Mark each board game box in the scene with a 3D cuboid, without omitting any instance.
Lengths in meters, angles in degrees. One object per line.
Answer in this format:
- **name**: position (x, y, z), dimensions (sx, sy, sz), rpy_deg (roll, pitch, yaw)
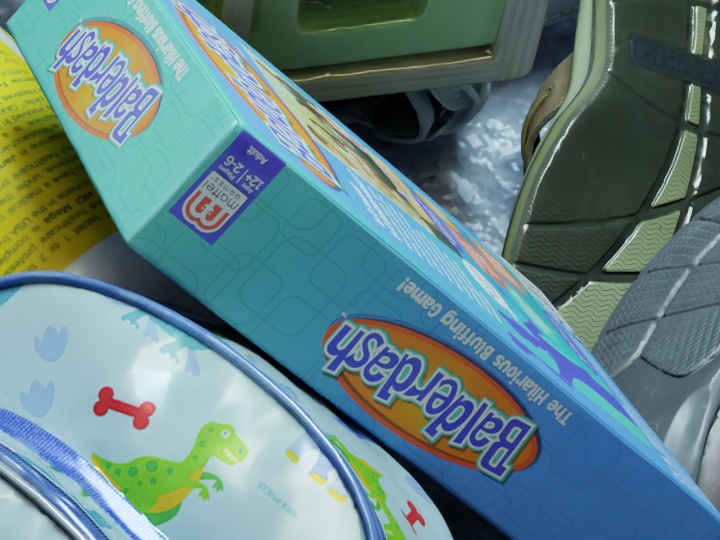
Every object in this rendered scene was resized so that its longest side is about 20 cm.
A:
- **board game box**: position (0.000, 0.000, 0.806), dimensions (0.045, 0.200, 0.152), rpy_deg (-46, 30, 7)

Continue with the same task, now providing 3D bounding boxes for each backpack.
- **backpack**: position (-0.081, 0.104, 0.712), dimensions (0.183, 0.147, 0.200), rpy_deg (38, 91, 22)

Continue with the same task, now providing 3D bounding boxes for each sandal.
- **sandal**: position (0.092, -0.050, 0.977), dimensions (0.080, 0.057, 0.201), rpy_deg (26, 62, -18)

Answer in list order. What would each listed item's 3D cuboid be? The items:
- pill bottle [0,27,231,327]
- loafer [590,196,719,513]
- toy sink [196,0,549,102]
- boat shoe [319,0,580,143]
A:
- **pill bottle**: position (-0.105, 0.004, 0.869), dimensions (0.112, 0.112, 0.200), rpy_deg (-34, 61, -31)
- **loafer**: position (0.103, 0.058, 0.887), dimensions (0.072, 0.063, 0.200), rpy_deg (-10, 39, 42)
- **toy sink**: position (-0.043, -0.124, 0.895), dimensions (0.200, 0.130, 0.112), rpy_deg (-6, 58, -12)
- **boat shoe**: position (0.007, -0.074, 0.991), dimensions (0.201, 0.070, 0.072), rpy_deg (-16, 70, -20)
